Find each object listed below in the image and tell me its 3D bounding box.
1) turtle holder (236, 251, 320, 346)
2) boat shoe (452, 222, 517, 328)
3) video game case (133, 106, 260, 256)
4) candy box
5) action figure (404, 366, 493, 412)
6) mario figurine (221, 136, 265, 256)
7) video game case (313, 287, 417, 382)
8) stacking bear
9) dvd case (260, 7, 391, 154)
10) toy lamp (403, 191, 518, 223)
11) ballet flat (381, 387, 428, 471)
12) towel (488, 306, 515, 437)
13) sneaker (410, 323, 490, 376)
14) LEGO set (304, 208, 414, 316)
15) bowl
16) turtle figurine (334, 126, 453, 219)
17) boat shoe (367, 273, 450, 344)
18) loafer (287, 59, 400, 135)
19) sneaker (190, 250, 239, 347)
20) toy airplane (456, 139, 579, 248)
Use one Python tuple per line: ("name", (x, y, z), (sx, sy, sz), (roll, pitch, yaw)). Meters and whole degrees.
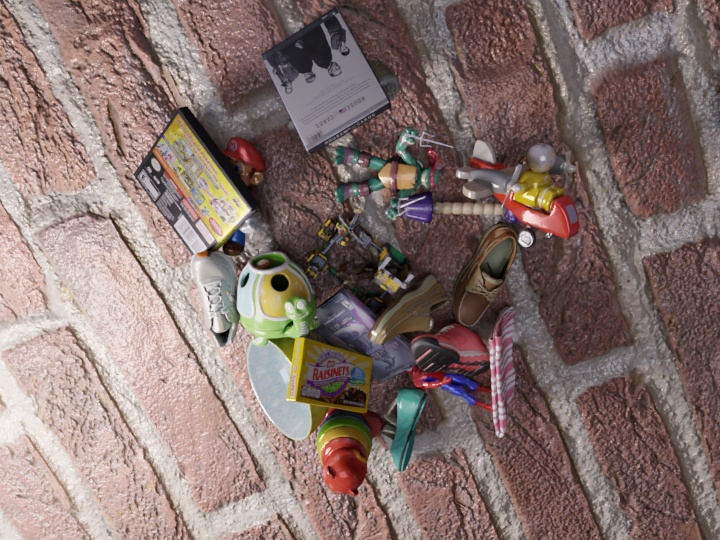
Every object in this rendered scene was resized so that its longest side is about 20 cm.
("turtle holder", (-0.147, 0.050, 1.002), (0.140, 0.186, 0.132), (-6, 116, 1))
("boat shoe", (0.223, 0.012, 1.049), (0.075, 0.074, 0.201), (18, 106, -5))
("video game case", (-0.278, -0.135, 0.975), (0.181, 0.025, 0.200), (-37, 89, 37))
("candy box", (-0.048, 0.183, 1.003), (0.026, 0.200, 0.103), (-7, 70, 35))
("action figure", (0.177, 0.199, 1.101), (0.199, 0.065, 0.099), (17, 139, -4))
("mario figurine", (-0.229, -0.128, 0.994), (0.123, 0.106, 0.201), (11, 110, -13))
("video game case", (0.005, 0.124, 1.072), (0.200, 0.019, 0.143), (40, 139, -12))
("stacking bear", (-0.027, 0.330, 1.082), (0.114, 0.200, 0.122), (-38, 103, 11))
("dvd case", (-0.059, -0.304, 0.932), (0.150, 0.025, 0.201), (-29, 73, 9))
("toy lamp", (0.175, -0.111, 1.023), (0.199, 0.058, 0.058), (-1, 107, -1))
("ballet flat", (0.079, 0.305, 1.143), (0.070, 0.067, 0.201), (20, 120, 16))
("towel", (0.263, 0.182, 1.063), (0.030, 0.146, 0.201), (0, 109, 22))
("sneaker", (0.156, 0.134, 1.049), (0.200, 0.087, 0.074), (19, 134, -39))
("LEGO set", (0.000, 0.000, 1.025), (0.154, 0.116, 0.200), (-42, 102, 12))
("bowl", (-0.112, 0.198, 1.080), (0.107, 0.200, 0.201), (-23, 111, -38))
("turtle figurine", (0.058, -0.160, 0.988), (0.199, 0.101, 0.150), (4, 91, 16))
("boat shoe", (0.094, 0.076, 1.007), (0.076, 0.200, 0.072), (44, 139, 10))
("loafer", (-0.033, -0.286, 0.973), (0.199, 0.075, 0.070), (-22, 69, 10))
("sneaker", (-0.246, 0.054, 1.022), (0.075, 0.092, 0.200), (-10, 135, -3))
("toy airplane", (0.256, -0.151, 0.935), (0.198, 0.200, 0.141), (18, 133, -9))
